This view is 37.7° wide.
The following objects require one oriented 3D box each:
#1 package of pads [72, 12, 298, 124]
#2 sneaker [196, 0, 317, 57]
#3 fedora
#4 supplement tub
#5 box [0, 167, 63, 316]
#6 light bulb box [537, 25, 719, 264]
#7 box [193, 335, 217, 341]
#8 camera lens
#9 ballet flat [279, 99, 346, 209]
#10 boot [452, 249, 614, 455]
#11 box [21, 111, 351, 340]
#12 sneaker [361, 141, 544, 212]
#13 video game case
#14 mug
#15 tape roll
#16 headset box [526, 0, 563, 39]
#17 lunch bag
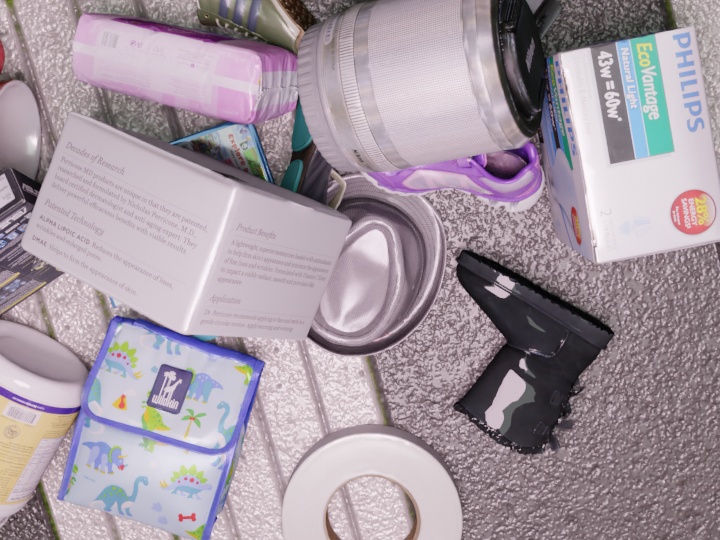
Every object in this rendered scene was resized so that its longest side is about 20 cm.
[{"bbox_3d":[-0.169,-0.200,1.041,0.200,0.121,0.076,15,103,13],"label":"package of pads"},{"bbox_3d":[-0.124,-0.276,1.083,0.090,0.067,0.200,-36,102,22],"label":"sneaker"},{"bbox_3d":[0.000,0.000,1.100,0.177,0.090,0.200,29,98,-3],"label":"fedora"},{"bbox_3d":[-0.390,0.168,1.109,0.145,0.145,0.200,31,98,-3],"label":"supplement tub"},{"bbox_3d":[-0.383,-0.010,1.075,0.200,0.161,0.049,-33,67,7],"label":"box"},{"bbox_3d":[0.250,-0.122,1.019,0.125,0.200,0.198,-11,97,3],"label":"light bulb box"},{"bbox_3d":[-0.172,-0.031,1.122,0.082,0.049,0.200,-21,97,5],"label":"box"},{"bbox_3d":[0.062,-0.179,0.975,0.200,0.160,0.160,-8,98,24],"label":"camera lens"},{"bbox_3d":[-0.042,-0.111,1.069,0.073,0.073,0.200,14,80,0],"label":"ballet flat"},{"bbox_3d":[0.155,0.091,1.121,0.198,0.073,0.163,30,101,-3],"label":"boot"},{"bbox_3d":[-0.150,-0.035,0.945,0.200,0.199,0.131,25,96,27],"label":"box"},{"bbox_3d":[0.096,-0.117,1.074,0.200,0.088,0.081,9,78,0],"label":"sneaker"},{"bbox_3d":[-0.183,-0.060,1.083,0.200,0.018,0.143,-19,96,1],"label":"video game case"},{"bbox_3d":[-0.446,-0.155,1.090,0.200,0.133,0.178,5,62,5],"label":"mug"},{"bbox_3d":[0.013,0.272,1.166,0.203,0.037,0.203,0,97,2],"label":"tape roll"},{"bbox_3d":[0.109,-0.302,1.060,0.200,0.075,0.149,35,98,-3],"label":"headset box"},{"bbox_3d":[-0.206,0.163,1.111,0.170,0.127,0.200,18,98,-1],"label":"lunch bag"}]
